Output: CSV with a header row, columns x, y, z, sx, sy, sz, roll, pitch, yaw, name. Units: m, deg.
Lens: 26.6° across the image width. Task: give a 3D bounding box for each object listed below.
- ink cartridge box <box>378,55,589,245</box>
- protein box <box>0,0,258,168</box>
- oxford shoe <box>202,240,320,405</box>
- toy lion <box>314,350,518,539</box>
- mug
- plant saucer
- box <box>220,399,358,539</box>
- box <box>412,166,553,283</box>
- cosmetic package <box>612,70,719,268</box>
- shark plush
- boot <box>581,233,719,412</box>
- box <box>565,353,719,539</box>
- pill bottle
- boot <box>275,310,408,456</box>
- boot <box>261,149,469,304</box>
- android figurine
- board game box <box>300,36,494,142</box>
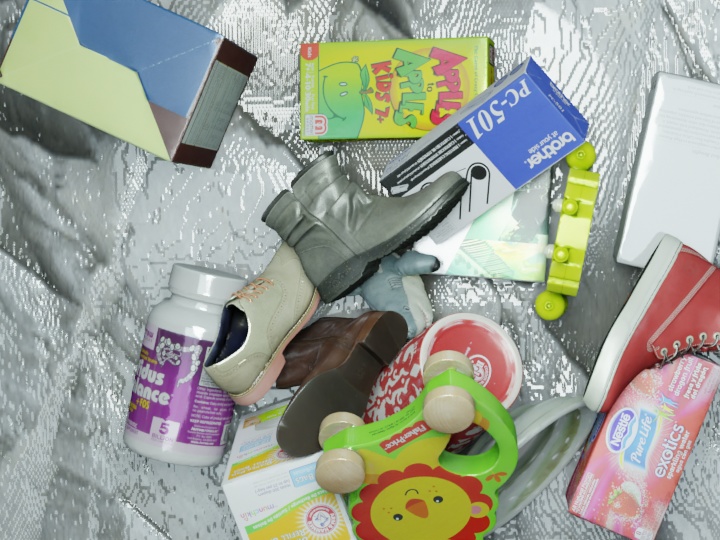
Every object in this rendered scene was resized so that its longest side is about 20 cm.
x,y,z,sx,sy,sz,roll,pitch,yaw,name
0.122,-0.117,1.526,0.200,0.044,0.094,-35,106,30,ink cartridge box
-0.233,-0.208,1.565,0.198,0.200,0.136,25,94,4,protein box
-0.096,0.035,1.560,0.071,0.074,0.201,0,59,42,oxford shoe
0.065,0.191,1.422,0.200,0.069,0.192,-32,120,23,toy lion
0.078,0.145,1.518,0.133,0.200,0.179,0,68,-20,mug
0.155,0.190,1.550,0.200,0.200,0.050,-47,66,5,plant saucer
-0.065,0.210,1.553,0.112,0.200,0.102,-19,103,6,box
0.132,-0.091,1.615,0.143,0.036,0.201,4,93,6,box
0.331,-0.097,1.578,0.101,0.074,0.201,14,95,5,cosmetic package
0.000,0.000,1.595,0.200,0.083,0.091,39,139,18,shark plush
0.314,0.078,1.486,0.144,0.072,0.200,32,70,7,boot
0.291,0.169,1.574,0.095,0.100,0.201,22,94,4,box
-0.180,0.098,1.613,0.112,0.112,0.201,12,93,5,pill bottle
-0.054,0.113,1.544,0.186,0.200,0.064,-45,107,-23,boot
-0.001,-0.070,1.523,0.200,0.068,0.131,-37,83,17,boot
0.210,-0.039,1.526,0.041,0.200,0.183,11,95,9,android figurine
0.038,-0.187,1.586,0.199,0.048,0.102,0,90,14,board game box
